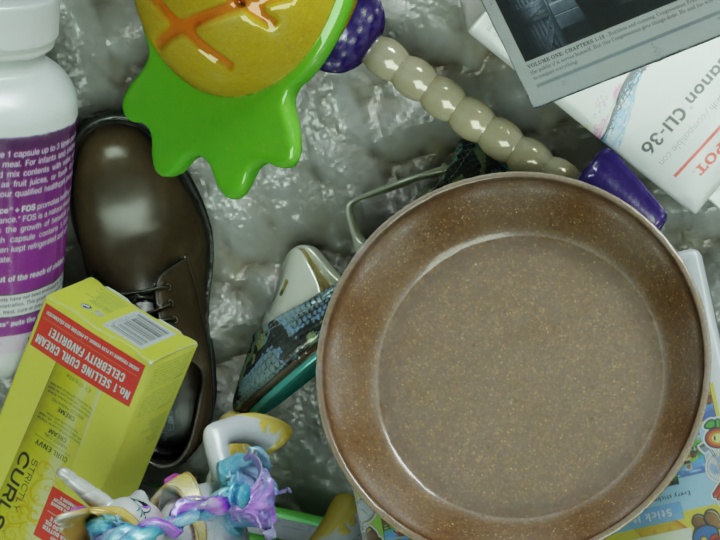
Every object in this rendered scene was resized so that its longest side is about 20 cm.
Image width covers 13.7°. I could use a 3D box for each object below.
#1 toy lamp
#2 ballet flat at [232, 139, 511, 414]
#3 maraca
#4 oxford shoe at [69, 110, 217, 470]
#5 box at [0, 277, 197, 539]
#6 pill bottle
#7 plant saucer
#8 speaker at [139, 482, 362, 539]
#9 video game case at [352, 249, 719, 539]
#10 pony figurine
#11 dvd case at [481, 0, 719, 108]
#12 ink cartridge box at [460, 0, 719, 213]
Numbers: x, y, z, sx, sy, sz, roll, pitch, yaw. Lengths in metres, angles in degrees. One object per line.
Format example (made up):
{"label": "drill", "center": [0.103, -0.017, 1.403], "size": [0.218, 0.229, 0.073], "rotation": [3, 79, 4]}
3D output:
{"label": "toy lamp", "center": [0.070, -0.072, 1.563], "size": [0.200, 0.058, 0.058], "rotation": [37, 106, 5]}
{"label": "ballet flat", "center": [0.000, 0.000, 1.622], "size": [0.200, 0.074, 0.074], "rotation": [-36, 108, 8]}
{"label": "maraca", "center": [-0.062, -0.139, 1.527], "size": [0.137, 0.107, 0.200], "rotation": [19, 101, 36]}
{"label": "oxford shoe", "center": [-0.112, 0.013, 1.604], "size": [0.073, 0.084, 0.200], "rotation": [-11, 109, 3]}
{"label": "box", "center": [-0.158, 0.108, 1.575], "size": [0.075, 0.050, 0.200], "rotation": [32, 114, 17]}
{"label": "pill bottle", "center": [-0.205, -0.053, 1.559], "size": [0.112, 0.112, 0.200], "rotation": [6, 111, -5]}
{"label": "plant saucer", "center": [0.078, 0.051, 1.513], "size": [0.200, 0.037, 0.201], "rotation": [-3, 75, 10]}
{"label": "speaker", "center": [-0.068, 0.173, 1.665], "size": [0.200, 0.088, 0.089], "rotation": [13, 109, -7]}
{"label": "video game case", "center": [0.094, 0.098, 1.529], "size": [0.200, 0.023, 0.182], "rotation": [-13, 74, 8]}
{"label": "pony figurine", "center": [-0.067, 0.166, 1.528], "size": [0.166, 0.200, 0.193], "rotation": [-27, 88, 30]}
{"label": "dvd case", "center": [0.108, -0.194, 1.458], "size": [0.150, 0.025, 0.200], "rotation": [-21, 104, 28]}
{"label": "ink cartridge box", "center": [0.165, -0.115, 1.576], "size": [0.200, 0.068, 0.117], "rotation": [37, 104, -15]}
